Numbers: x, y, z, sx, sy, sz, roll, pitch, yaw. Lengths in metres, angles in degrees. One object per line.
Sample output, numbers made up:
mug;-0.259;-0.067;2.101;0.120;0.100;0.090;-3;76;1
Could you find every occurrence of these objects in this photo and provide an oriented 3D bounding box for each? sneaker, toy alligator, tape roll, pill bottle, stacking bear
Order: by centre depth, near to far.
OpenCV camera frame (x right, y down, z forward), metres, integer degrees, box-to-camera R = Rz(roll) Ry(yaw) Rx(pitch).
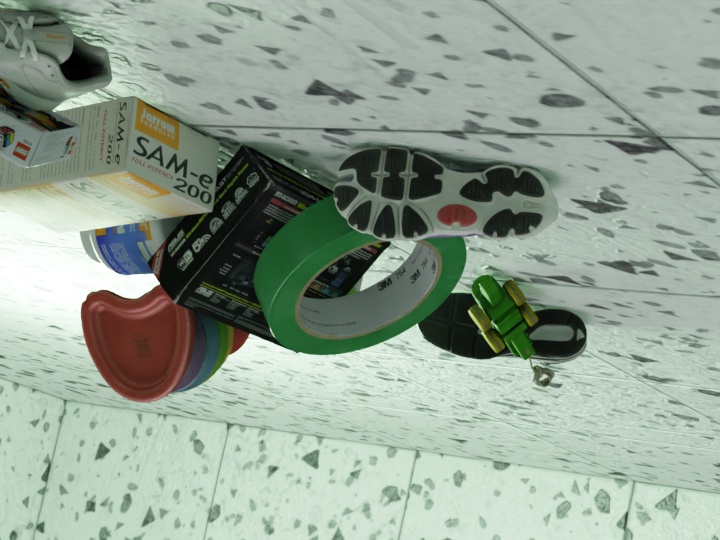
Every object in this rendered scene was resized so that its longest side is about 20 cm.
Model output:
sneaker;-0.273;-0.180;1.498;0.091;0.077;0.199;-6;167;38
sneaker;0.074;-0.055;1.694;0.198;0.082;0.083;10;174;12
tape roll;0.000;0.000;1.816;0.198;0.048;0.201;-17;147;-11
stacking bear;-0.174;0.059;1.943;0.120;0.115;0.200;-5;-174;24
pill bottle;-0.205;-0.046;1.953;0.111;0.113;0.199;19;167;-32
toy alligator;0.162;0.059;2.147;0.054;0.059;0.200;51;177;44
sneaker;0.167;0.081;2.263;0.198;0.076;0.115;8;166;12

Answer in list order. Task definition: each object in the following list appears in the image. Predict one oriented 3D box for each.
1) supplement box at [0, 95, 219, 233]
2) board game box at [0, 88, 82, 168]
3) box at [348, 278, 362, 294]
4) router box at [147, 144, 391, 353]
supplement box;-0.245;-0.093;1.789;0.198;0.074;0.126;-7;160;35
board game box;-0.334;-0.145;1.580;0.199;0.035;0.126;28;-172;2
box;-0.100;0.001;2.095;0.112;0.102;0.199;20;166;-37
router box;-0.085;-0.017;1.852;0.199;0.150;0.062;26;-160;-50
